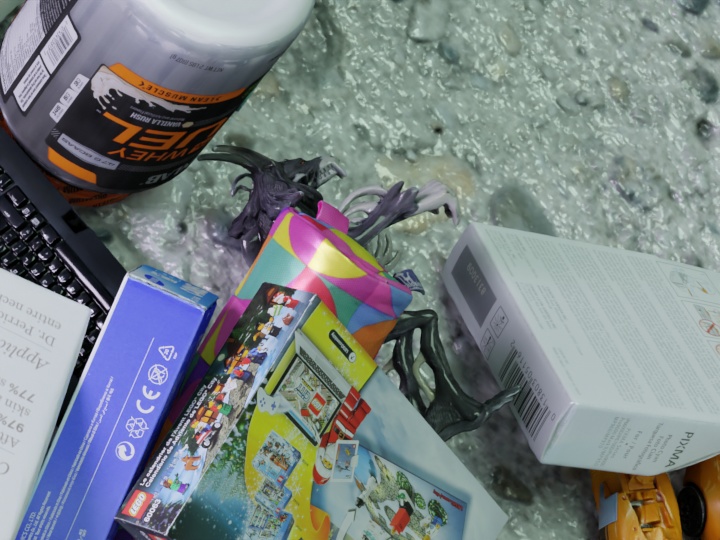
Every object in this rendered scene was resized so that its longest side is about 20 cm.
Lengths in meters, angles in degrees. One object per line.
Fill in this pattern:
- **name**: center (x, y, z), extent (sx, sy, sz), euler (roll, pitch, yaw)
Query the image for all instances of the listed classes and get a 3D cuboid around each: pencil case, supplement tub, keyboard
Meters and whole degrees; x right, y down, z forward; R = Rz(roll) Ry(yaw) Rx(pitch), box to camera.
- **pencil case**: center (-0.052, 0.064, 1.405), extent (0.088, 0.088, 0.200), euler (33, 93, -9)
- **supplement tub**: center (-0.113, -0.118, 1.446), extent (0.122, 0.200, 0.123), euler (12, 60, -22)
- **keyboard**: center (-0.183, 0.000, 1.405), extent (0.104, 0.040, 0.200), euler (-39, 68, -10)

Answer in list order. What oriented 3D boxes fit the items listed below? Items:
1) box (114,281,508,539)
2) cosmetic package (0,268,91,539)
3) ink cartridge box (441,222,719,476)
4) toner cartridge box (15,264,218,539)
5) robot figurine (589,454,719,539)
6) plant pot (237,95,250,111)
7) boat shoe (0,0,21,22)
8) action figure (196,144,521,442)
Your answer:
- **box**: center (-0.018, 0.119, 1.352), extent (0.137, 0.038, 0.200), euler (-57, 133, -20)
- **cosmetic package**: center (-0.249, 0.097, 1.282), extent (0.167, 0.166, 0.200), euler (27, 55, -14)
- **ink cartridge box**: center (0.160, 0.051, 1.567), extent (0.200, 0.047, 0.160), euler (11, 33, -30)
- **toner cartridge box**: center (-0.128, 0.098, 1.328), extent (0.043, 0.095, 0.200), euler (24, 92, -2)
- **robot figurine**: center (0.195, 0.184, 1.544), extent (0.145, 0.058, 0.201), euler (-3, 67, -27)
- **plant pot**: center (-0.099, -0.223, 1.550), extent (0.200, 0.141, 0.141), euler (33, 54, -1)
- **boat shoe**: center (-0.235, -0.130, 1.457), extent (0.070, 0.064, 0.200), euler (6, 45, 22)
- **action figure**: center (0.000, 0.000, 1.504), extent (0.102, 0.119, 0.200), euler (-37, 95, -24)
